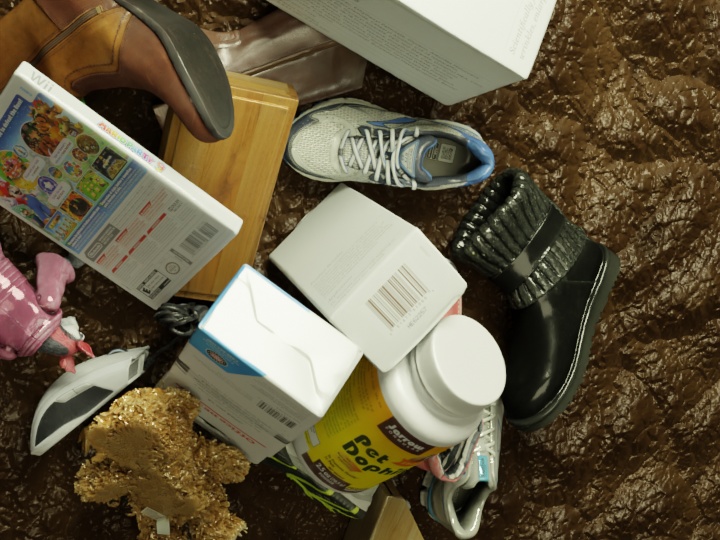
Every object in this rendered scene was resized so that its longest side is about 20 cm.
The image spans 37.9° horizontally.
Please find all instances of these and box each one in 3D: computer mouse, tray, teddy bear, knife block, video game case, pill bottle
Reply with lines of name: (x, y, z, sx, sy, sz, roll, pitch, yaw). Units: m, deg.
computer mouse: (-0.219, 0.086, 0.910, 0.199, 0.110, 0.044, -38, 94, 5)
tray: (-0.126, -0.068, 0.889, 0.097, 0.037, 0.202, 8, 121, -19)
teddy bear: (-0.166, 0.175, 0.899, 0.144, 0.067, 0.201, -22, 124, 16)
knife block: (-0.005, 0.326, 1.051, 0.174, 0.064, 0.202, -28, 111, -9)
video game case: (-0.208, -0.058, 0.827, 0.199, 0.018, 0.143, 36, 136, -17)
pill bottle: (0.032, 0.113, 0.900, 0.109, 0.110, 0.200, 29, 139, -22)

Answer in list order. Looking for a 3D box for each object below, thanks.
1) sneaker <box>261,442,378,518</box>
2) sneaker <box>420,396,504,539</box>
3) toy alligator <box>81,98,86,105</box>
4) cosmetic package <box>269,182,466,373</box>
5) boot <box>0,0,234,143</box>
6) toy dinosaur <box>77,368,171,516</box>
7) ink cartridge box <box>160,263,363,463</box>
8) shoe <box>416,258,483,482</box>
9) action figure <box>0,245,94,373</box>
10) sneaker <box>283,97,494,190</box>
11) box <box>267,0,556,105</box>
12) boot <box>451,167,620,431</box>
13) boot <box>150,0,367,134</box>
sneaker: (-0.060, 0.152, 0.994, 0.200, 0.075, 0.077, 43, 64, -22)
sneaker: (0.114, 0.170, 1.034, 0.074, 0.087, 0.203, 4, 102, -15)
toy alligator: (-0.228, -0.098, 0.871, 0.059, 0.054, 0.202, -19, 109, -12)
cosmetic package: (0.000, 0.000, 0.889, 0.102, 0.200, 0.074, -44, 112, -2)
boot: (-0.213, -0.134, 0.804, 0.199, 0.069, 0.189, -34, 99, 22)
toy dinosaur: (-0.198, 0.155, 0.959, 0.105, 0.060, 0.203, 2, 104, -30)
ink cartridge box: (-0.089, 0.085, 0.858, 0.116, 0.200, 0.068, 37, 62, -4)
shoe: (0.079, 0.093, 0.988, 0.071, 0.091, 0.203, 3, 102, -36)
action figure: (-0.294, 0.010, 0.839, 0.199, 0.149, 0.135, 38, 86, -9)
sneaker: (0.030, -0.109, 0.931, 0.197, 0.085, 0.078, 0, 105, -16)
box: (0.057, -0.273, 0.843, 0.198, 0.130, 0.201, 26, 79, -21)
boot: (0.148, 0.027, 0.993, 0.157, 0.079, 0.213, 33, 70, -28)
boot: (-0.096, -0.210, 0.875, 0.198, 0.064, 0.188, -23, 123, -7)
